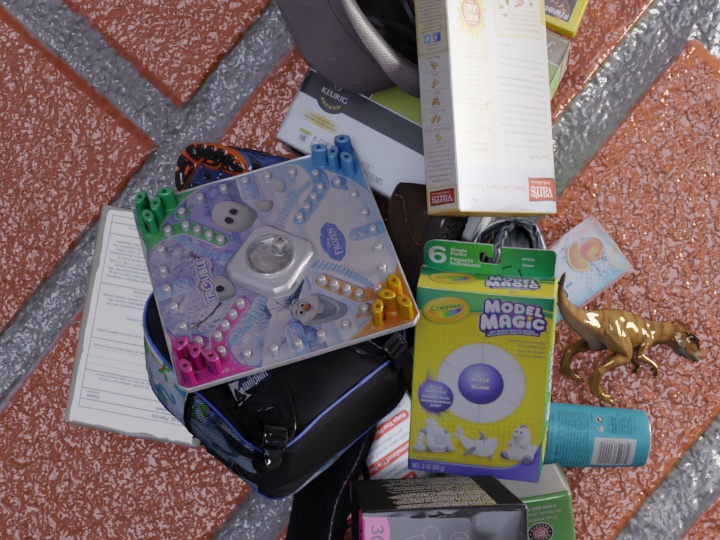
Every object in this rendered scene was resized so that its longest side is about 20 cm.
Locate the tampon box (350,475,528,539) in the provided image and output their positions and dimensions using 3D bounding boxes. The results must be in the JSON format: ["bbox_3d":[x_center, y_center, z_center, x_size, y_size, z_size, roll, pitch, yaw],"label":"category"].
[{"bbox_3d":[0.059,0.245,1.228,0.125,0.200,0.152,-3,89,-2],"label":"tampon box"}]

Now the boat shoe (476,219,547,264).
[{"bbox_3d":[0.122,0.055,1.358,0.070,0.091,0.203,1,87,-4],"label":"boat shoe"}]

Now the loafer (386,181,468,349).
[{"bbox_3d":[0.033,0.003,1.370,0.071,0.073,0.201,32,122,17],"label":"loafer"}]

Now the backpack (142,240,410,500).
[{"bbox_3d":[-0.081,0.079,1.327,0.200,0.148,0.183,39,61,24],"label":"backpack"}]

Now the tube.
[{"bbox_3d":[0.159,0.147,1.419,0.197,0.050,0.079,4,89,-10],"label":"tube"}]

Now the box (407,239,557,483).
[{"bbox_3d":[0.101,0.074,1.311,0.116,0.048,0.202,5,113,7],"label":"box"}]

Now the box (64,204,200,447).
[{"bbox_3d":[-0.183,0.051,1.457,0.126,0.109,0.203,10,88,4],"label":"box"}]

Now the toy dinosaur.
[{"bbox_3d":[0.216,0.056,1.419,0.198,0.060,0.107,15,110,-34],"label":"toy dinosaur"}]

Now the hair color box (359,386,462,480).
[{"bbox_3d":[0.004,0.146,1.456,0.110,0.064,0.201,-33,83,2],"label":"hair color box"}]

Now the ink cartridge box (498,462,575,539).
[{"bbox_3d":[0.120,0.285,1.392,0.144,0.084,0.203,-9,103,-2],"label":"ink cartridge box"}]

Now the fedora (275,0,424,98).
[{"bbox_3d":[-0.005,-0.217,1.294,0.090,0.199,0.179,-22,55,29],"label":"fedora"}]

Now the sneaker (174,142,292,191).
[{"bbox_3d":[-0.070,-0.076,1.450,0.198,0.078,0.076,23,108,21],"label":"sneaker"}]

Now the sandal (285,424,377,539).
[{"bbox_3d":[-0.025,0.198,1.396,0.075,0.045,0.202,7,79,42],"label":"sandal"}]

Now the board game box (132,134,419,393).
[{"bbox_3d":[-0.074,-0.013,1.288,0.198,0.026,0.201,-16,53,-6],"label":"board game box"}]

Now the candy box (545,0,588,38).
[{"bbox_3d":[0.128,-0.303,1.484,0.198,0.026,0.103,23,86,6],"label":"candy box"}]

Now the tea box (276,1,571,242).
[{"bbox_3d":[0.060,-0.154,1.429,0.199,0.134,0.198,29,91,6],"label":"tea box"}]

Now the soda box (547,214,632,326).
[{"bbox_3d":[0.150,0.034,1.443,0.199,0.068,0.064,-37,84,4],"label":"soda box"}]

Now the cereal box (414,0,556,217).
[{"bbox_3d":[0.103,-0.144,1.292,0.039,0.143,0.203,-4,88,39],"label":"cereal box"}]
